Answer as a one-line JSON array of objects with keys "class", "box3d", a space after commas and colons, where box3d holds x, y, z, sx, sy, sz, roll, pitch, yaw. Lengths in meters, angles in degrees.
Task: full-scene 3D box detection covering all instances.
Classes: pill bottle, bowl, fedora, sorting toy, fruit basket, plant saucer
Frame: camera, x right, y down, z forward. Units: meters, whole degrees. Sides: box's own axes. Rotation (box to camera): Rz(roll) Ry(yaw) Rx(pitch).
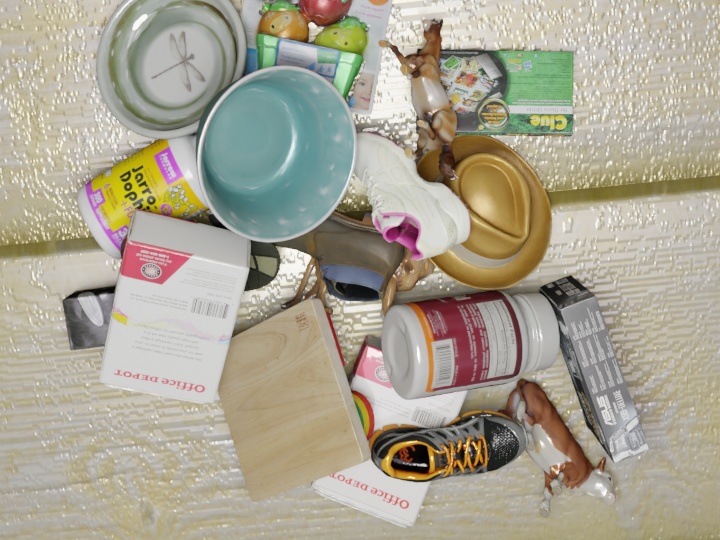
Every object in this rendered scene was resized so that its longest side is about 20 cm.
[{"class": "pill bottle", "box3d": [0.134, 0.086, 1.396, 0.196, 0.114, 0.117, -7, 99, -21]}, {"class": "bowl", "box3d": [-0.114, -0.145, 1.338, 0.198, 0.105, 0.205, -11, 113, -27]}, {"class": "fedora", "box3d": [0.156, -0.079, 1.410, 0.197, 0.082, 0.205, 2, 79, -11]}, {"class": "sorting toy", "box3d": [-0.077, 0.159, 1.420, 0.198, 0.069, 0.202, -26, 78, 37]}, {"class": "pill bottle", "box3d": [-0.243, -0.105, 1.420, 0.198, 0.104, 0.105, -31, 98, 4]}, {"class": "fruit basket", "box3d": [-0.056, -0.305, 1.398, 0.182, 0.094, 0.204, 12, 95, -2]}, {"class": "plant saucer", "box3d": [-0.226, -0.255, 1.408, 0.196, 0.050, 0.204, -2, 81, 14]}]

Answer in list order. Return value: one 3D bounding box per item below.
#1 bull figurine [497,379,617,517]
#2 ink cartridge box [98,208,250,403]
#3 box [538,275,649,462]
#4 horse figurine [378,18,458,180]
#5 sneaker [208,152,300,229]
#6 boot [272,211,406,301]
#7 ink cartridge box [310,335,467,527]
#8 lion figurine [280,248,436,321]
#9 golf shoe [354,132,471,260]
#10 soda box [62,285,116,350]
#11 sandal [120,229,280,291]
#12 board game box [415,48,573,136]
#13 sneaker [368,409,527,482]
[{"class": "bull figurine", "box3d": [0.248, 0.238, 1.478, 0.065, 0.121, 0.201, -38, 90, 37]}, {"class": "ink cartridge box", "box3d": [-0.222, 0.045, 1.366, 0.145, 0.086, 0.202, 13, 120, -12]}, {"class": "box", "box3d": [0.288, 0.118, 1.429, 0.049, 0.158, 0.203, -20, 99, 3]}, {"class": "horse figurine", "box3d": [0.080, -0.203, 1.374, 0.049, 0.132, 0.204, -16, 90, 27]}, {"class": "sneaker", "box3d": [-0.106, -0.119, 1.449, 0.197, 0.072, 0.084, -25, 75, 2]}, {"class": "boot", "box3d": [-0.043, -0.019, 1.400, 0.196, 0.075, 0.098, 4, 56, 20]}, {"class": "ink cartridge box", "box3d": [0.036, 0.207, 1.478, 0.143, 0.085, 0.203, 21, 96, -3]}, {"class": "lion figurine", "box3d": [0.000, 0.000, 1.453, 0.196, 0.073, 0.125, 4, 79, 5]}, {"class": "golf shoe", "box3d": [0.038, -0.090, 1.359, 0.091, 0.076, 0.199, -36, 62, -27]}, {"class": "soda box", "box3d": [-0.273, 0.052, 1.465, 0.196, 0.063, 0.072, -8, 99, 0]}, {"class": "sandal", "box3d": [-0.194, -0.027, 1.411, 0.197, 0.058, 0.081, 8, 118, -13]}, {"class": "board game box", "box3d": [0.167, -0.222, 1.435, 0.196, 0.023, 0.107, 2, 85, 1]}, {"class": "sneaker", "box3d": [0.108, 0.223, 1.401, 0.196, 0.077, 0.080, -9, 98, 1]}]
